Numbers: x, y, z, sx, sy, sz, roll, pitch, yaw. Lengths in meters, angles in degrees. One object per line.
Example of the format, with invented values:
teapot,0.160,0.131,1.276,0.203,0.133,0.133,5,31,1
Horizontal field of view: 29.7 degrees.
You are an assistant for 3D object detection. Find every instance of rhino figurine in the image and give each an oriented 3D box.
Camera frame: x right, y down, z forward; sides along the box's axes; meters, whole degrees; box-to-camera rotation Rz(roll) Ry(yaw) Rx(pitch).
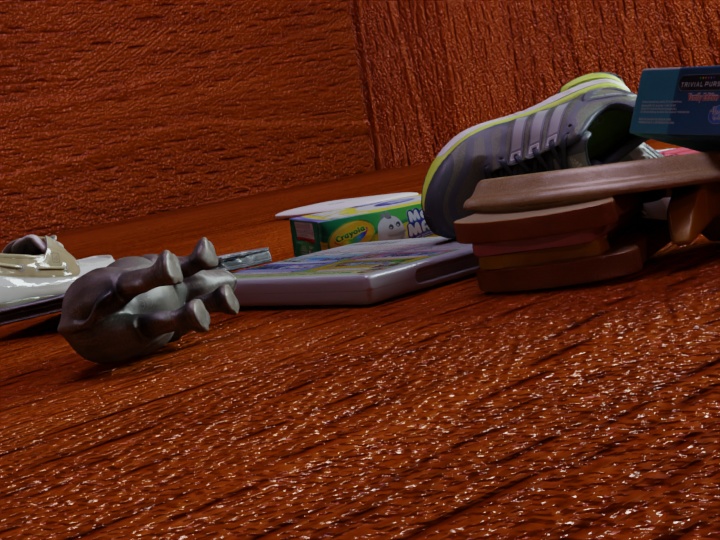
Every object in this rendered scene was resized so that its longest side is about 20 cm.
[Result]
rhino figurine,-0.126,0.017,0.852,0.087,0.060,0.200,-19,1,9

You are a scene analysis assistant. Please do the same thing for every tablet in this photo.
tablet,-0.022,-0.101,2.092,0.199,0.014,0.130,-5,8,43

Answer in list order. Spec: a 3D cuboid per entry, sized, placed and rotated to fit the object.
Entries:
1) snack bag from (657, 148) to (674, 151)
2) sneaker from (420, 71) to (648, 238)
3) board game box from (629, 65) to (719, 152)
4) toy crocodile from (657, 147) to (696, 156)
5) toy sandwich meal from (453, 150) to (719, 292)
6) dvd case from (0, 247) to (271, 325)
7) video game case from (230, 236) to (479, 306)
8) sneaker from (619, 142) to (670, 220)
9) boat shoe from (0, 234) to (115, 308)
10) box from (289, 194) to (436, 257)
snack bag,0.335,-0.147,1.923,0.199,0.022,0.188,-5,7,35
sneaker,0.135,-0.086,1.023,0.199,0.074,0.081,-32,23,-9
board game box,0.301,-0.089,0.883,0.198,0.047,0.151,11,2,-24
toy crocodile,0.273,-0.082,1.176,0.067,0.062,0.200,-10,5,-14
toy sandwich meal,0.158,-0.034,0.893,0.203,0.071,0.205,-7,3,0
dvd case,-0.183,0.012,1.098,0.198,0.016,0.149,-13,1,11
video game case,0.000,0.000,1.017,0.181,0.022,0.199,-15,8,-43
sneaker,0.218,-0.060,1.094,0.074,0.082,0.200,29,11,-15
boat shoe,-0.292,0.001,1.242,0.074,0.069,0.200,-6,6,27
box,0.044,-0.043,1.249,0.198,0.049,0.117,-9,6,-16
